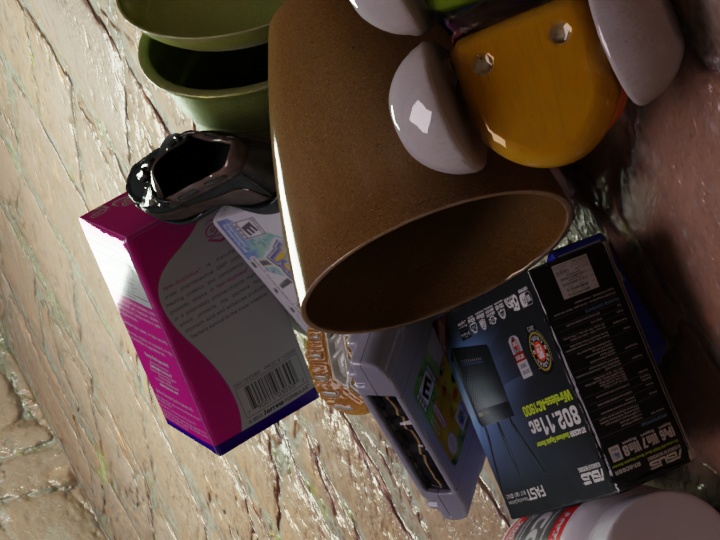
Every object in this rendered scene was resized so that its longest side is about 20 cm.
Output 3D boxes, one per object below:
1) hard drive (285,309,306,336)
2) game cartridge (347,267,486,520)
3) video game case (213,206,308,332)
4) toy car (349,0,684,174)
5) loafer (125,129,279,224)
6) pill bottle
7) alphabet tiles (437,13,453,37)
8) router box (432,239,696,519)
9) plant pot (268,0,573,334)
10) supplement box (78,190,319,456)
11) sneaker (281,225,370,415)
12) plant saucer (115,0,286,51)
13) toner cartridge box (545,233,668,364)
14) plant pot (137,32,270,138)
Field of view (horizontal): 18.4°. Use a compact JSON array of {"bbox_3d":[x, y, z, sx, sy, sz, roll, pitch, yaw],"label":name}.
[{"bbox_3d":[0.012,0.042,1.767,0.200,0.027,0.132,28,154,5],"label":"hard drive"},{"bbox_3d":[0.052,0.071,1.584,0.200,0.040,0.133,60,-144,-46],"label":"game cartridge"},{"bbox_3d":[0.010,0.010,1.675,0.182,0.022,0.200,-14,124,43],"label":"video game case"},{"bbox_3d":[0.097,-0.161,1.329,0.200,0.175,0.150,69,-161,-2],"label":"toy car"},{"bbox_3d":[-0.119,-0.076,1.607,0.200,0.063,0.072,-1,72,52],"label":"loafer"},{"bbox_3d":[0.173,0.206,1.517,0.114,0.114,0.200,68,162,5],"label":"pill bottle"},{"bbox_3d":[0.068,-0.152,1.486,0.166,0.006,0.200,-10,113,52],"label":"alphabet tiles"},{"bbox_3d":[0.128,0.077,1.455,0.150,0.062,0.200,67,161,5],"label":"router box"},{"bbox_3d":[0.014,-0.088,1.448,0.186,0.186,0.200,110,140,-64],"label":"plant pot"},{"bbox_3d":[-0.128,0.029,1.762,0.103,0.101,0.200,22,137,58],"label":"supplement box"},{"bbox_3d":[0.000,0.000,1.599,0.076,0.088,0.200,14,118,37],"label":"sneaker"},{"bbox_3d":[-0.086,-0.222,1.682,0.200,0.200,0.031,47,160,50],"label":"plant saucer"},{"bbox_3d":[0.151,0.065,1.548,0.095,0.043,0.200,63,161,22],"label":"toner cartridge box"},{"bbox_3d":[-0.047,-0.125,1.732,0.200,0.200,0.190,46,162,52],"label":"plant pot"}]
